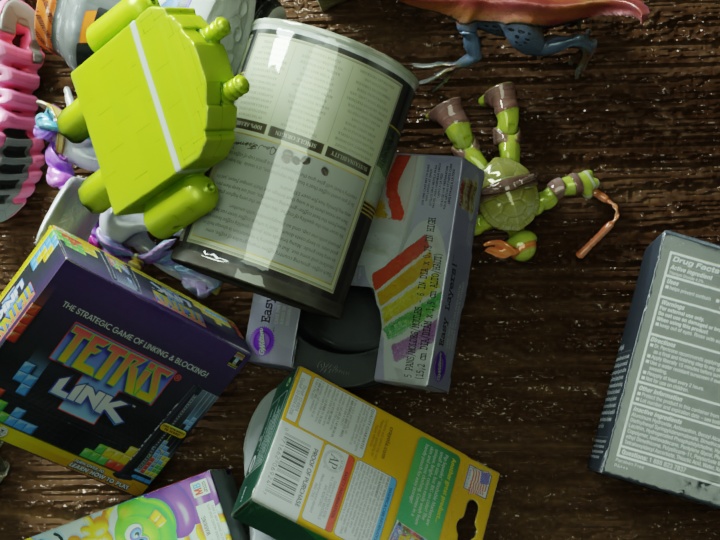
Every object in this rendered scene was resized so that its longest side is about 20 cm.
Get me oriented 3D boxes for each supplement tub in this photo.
[{"bbox_3d":[-0.173,-0.206,1.279,0.198,0.123,0.124,20,85,8],"label":"supplement tub"}]

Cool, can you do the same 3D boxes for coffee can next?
[{"bbox_3d":[-0.051,-0.079,1.175,0.145,0.146,0.202,19,86,7],"label":"coffee can"}]

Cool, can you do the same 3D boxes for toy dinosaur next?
[{"bbox_3d":[0.115,-0.236,1.249,0.179,0.200,0.106,15,66,-24],"label":"toy dinosaur"}]

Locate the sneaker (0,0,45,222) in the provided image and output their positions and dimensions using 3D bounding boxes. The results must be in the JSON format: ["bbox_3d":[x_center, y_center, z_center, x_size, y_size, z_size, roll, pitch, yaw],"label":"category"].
[{"bbox_3d":[-0.338,-0.141,1.321,0.094,0.079,0.203,0,82,27],"label":"sneaker"}]

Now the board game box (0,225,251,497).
[{"bbox_3d":[-0.214,0.080,1.202,0.166,0.199,0.057,-50,38,12],"label":"board game box"}]

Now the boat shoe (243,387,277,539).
[{"bbox_3d":[-0.061,0.199,1.244,0.070,0.070,0.202,-3,61,-1],"label":"boat shoe"}]

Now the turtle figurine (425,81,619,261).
[{"bbox_3d":[0.112,-0.071,1.265,0.198,0.064,0.163,-20,82,2],"label":"turtle figurine"}]

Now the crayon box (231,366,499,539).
[{"bbox_3d":[0.007,0.183,1.203,0.198,0.052,0.127,29,55,-12],"label":"crayon box"}]

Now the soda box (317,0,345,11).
[{"bbox_3d":[-0.046,-0.340,1.311,0.063,0.068,0.202,-22,81,2],"label":"soda box"}]

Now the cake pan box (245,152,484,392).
[{"bbox_3d":[0.000,0.000,1.245,0.182,0.052,0.203,7,83,29],"label":"cake pan box"}]

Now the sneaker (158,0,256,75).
[{"bbox_3d":[-0.162,-0.233,1.193,0.145,0.080,0.203,15,88,24],"label":"sneaker"}]

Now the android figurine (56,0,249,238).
[{"bbox_3d":[-0.158,-0.123,1.123,0.199,0.041,0.184,-29,76,40],"label":"android figurine"}]

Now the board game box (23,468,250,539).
[{"bbox_3d":[-0.193,0.250,1.233,0.198,0.103,0.106,-21,81,2],"label":"board game box"}]

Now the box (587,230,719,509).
[{"bbox_3d":[0.308,0.095,1.197,0.197,0.123,0.201,16,86,5],"label":"box"}]

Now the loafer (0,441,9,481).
[{"bbox_3d":[-0.344,0.181,1.269,0.067,0.076,0.203,7,83,12],"label":"loafer"}]

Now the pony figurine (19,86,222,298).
[{"bbox_3d":[-0.205,-0.048,1.261,0.197,0.167,0.195,16,73,-5],"label":"pony figurine"}]
